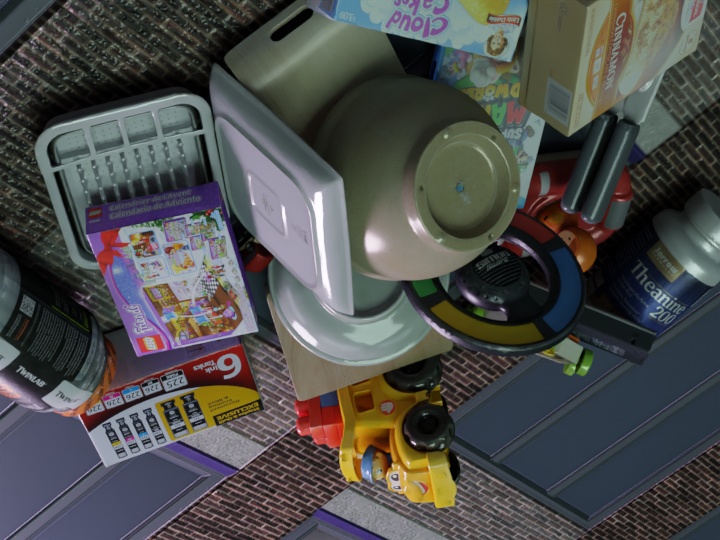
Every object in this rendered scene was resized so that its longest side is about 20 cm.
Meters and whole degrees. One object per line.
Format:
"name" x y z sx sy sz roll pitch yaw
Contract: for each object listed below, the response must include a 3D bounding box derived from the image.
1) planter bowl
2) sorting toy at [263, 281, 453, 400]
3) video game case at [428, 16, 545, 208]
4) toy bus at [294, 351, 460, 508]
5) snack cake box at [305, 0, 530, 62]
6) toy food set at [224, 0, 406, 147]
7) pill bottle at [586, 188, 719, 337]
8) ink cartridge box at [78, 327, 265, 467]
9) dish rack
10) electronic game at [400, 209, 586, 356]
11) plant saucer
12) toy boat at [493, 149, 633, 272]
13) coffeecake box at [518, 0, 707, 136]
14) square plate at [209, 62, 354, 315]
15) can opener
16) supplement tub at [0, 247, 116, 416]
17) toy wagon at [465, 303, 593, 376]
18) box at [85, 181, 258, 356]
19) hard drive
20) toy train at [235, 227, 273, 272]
"planter bowl" 0.068 -0.084 1.268 0.198 0.134 0.204 -4 99 -30
"sorting toy" -0.004 0.036 1.544 0.196 0.070 0.201 -18 138 -5
"video game case" 0.129 -0.163 1.380 0.141 0.018 0.203 1 114 -26
"toy bus" 0.019 0.193 1.631 0.189 0.202 0.137 -11 142 -1
"snack cake box" 0.061 -0.269 1.222 0.198 0.067 0.117 7 108 -30
"toy food set" -0.032 -0.181 1.320 0.143 0.061 0.201 -37 140 -2
"pill bottle" 0.372 -0.002 1.638 0.110 0.112 0.200 21 123 -39
"ink cartridge box" -0.219 0.139 1.546 0.197 0.084 0.177 -19 140 -5
"dish rack" -0.223 -0.096 1.326 0.169 0.044 0.202 -16 139 -9
"electronic game" 0.136 0.005 1.381 0.197 0.202 0.042 -6 141 -17
"plant saucer" 0.000 0.000 1.422 0.197 0.203 0.050 -18 179 -5
"toy boat" 0.222 -0.050 1.505 0.197 0.132 0.132 -8 137 -16
"coffeecake box" 0.250 -0.248 1.296 0.199 0.073 0.155 -34 145 -27
"square plate" -0.080 -0.070 1.279 0.028 0.198 0.201 -33 146 -21
"can opener" 0.275 -0.148 1.426 0.066 0.052 0.202 1 114 -57
"supplement tub" -0.349 0.067 1.382 0.122 0.123 0.200 -33 138 13
"toy wagon" 0.202 0.078 1.601 0.153 0.200 0.040 23 85 -2
"box" -0.189 0.002 1.373 0.135 0.039 0.201 -12 139 -1
"hard drive" 0.243 0.054 1.565 0.140 0.198 0.033 43 70 -78
"toy train" -0.114 -0.021 1.423 0.034 0.046 0.200 17 138 -36
